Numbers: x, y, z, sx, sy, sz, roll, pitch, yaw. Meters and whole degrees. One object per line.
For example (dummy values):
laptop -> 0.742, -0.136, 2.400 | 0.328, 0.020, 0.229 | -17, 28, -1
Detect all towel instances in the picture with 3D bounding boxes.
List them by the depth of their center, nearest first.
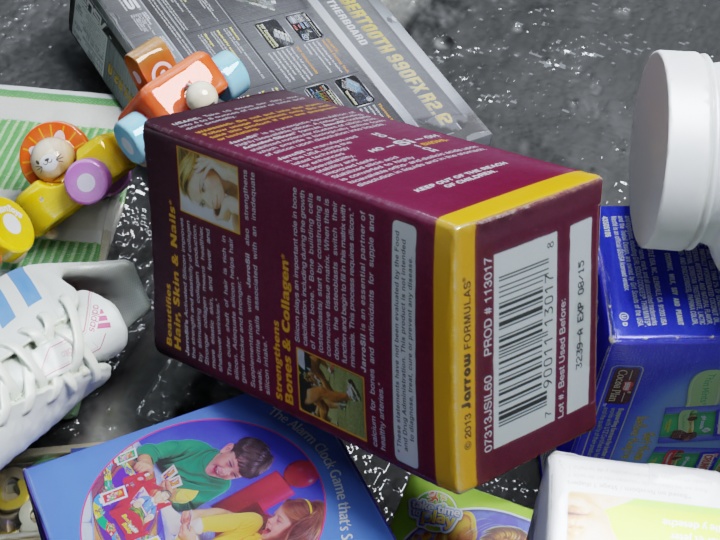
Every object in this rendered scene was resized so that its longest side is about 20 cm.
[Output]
towel -> -0.200, -0.018, 0.889 | 0.150, 0.024, 0.202 | 6, 55, 1

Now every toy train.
toy train -> -0.153, -0.047, 0.808 | 0.199, 0.150, 0.056 | -37, 94, -21

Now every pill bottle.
pill bottle -> 0.210, -0.041, 0.667 | 0.197, 0.113, 0.113 | 4, 53, -2

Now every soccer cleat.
soccer cleat -> -0.153, 0.041, 0.739 | 0.085, 0.071, 0.200 | -16, 18, 18

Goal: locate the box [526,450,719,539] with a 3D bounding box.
box -> 0.115, 0.187, 0.651 | 0.111, 0.102, 0.202 | 7, 53, 2

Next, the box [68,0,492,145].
box -> -0.047, -0.105, 0.931 | 0.157, 0.049, 0.201 | -19, 57, -30

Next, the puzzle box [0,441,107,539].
puzzle box -> -0.101, 0.167, 0.756 | 0.131, 0.026, 0.202 | -4, 54, -8

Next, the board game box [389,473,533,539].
board game box -> 0.091, 0.184, 0.744 | 0.198, 0.045, 0.135 | 18, 54, 10

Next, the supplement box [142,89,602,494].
supplement box -> 0.000, 0.000, 0.713 | 0.085, 0.112, 0.199 | -18, 27, -38

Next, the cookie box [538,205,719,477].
cookie box -> 0.190, 0.046, 0.777 | 0.197, 0.172, 0.076 | 0, 56, -5

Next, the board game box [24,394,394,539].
board game box -> -0.047, 0.143, 0.698 | 0.133, 0.045, 0.201 | -18, 44, -14
